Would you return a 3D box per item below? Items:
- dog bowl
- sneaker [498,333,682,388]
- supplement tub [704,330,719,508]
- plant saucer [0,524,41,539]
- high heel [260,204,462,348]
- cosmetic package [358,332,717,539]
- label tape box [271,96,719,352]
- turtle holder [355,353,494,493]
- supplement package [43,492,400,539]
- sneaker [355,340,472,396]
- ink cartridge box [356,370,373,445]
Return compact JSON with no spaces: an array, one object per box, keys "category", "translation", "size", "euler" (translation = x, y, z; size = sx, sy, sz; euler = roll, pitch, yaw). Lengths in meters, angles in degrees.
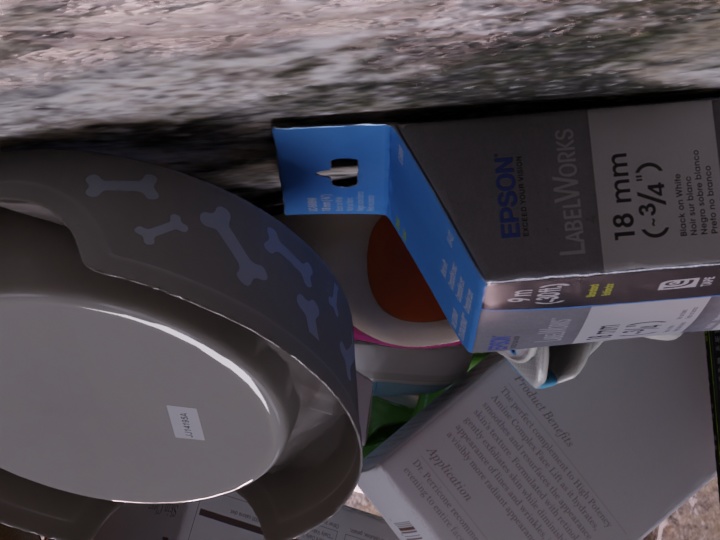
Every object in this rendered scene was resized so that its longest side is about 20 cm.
[{"category":"dog bowl","translation":[-0.093,0.030,0.935],"size":[0.199,0.059,0.200],"euler":[8,148,5]},{"category":"sneaker","translation":[0.055,0.007,1.080],"size":[0.075,0.087,0.200],"euler":[-2,176,-43]},{"category":"supplement tub","translation":[0.203,0.052,1.053],"size":[0.122,0.201,0.123],"euler":[-5,175,0]},{"category":"plant saucer","translation":[-0.178,0.152,1.227],"size":[0.035,0.201,0.200],"euler":[-18,-179,-23]},{"category":"high heel","translation":[0.000,0.000,1.075],"size":[0.199,0.068,0.096],"euler":[8,175,23]},{"category":"cosmetic package","translation":[0.104,0.062,1.134],"size":[0.200,0.102,0.074],"euler":[-38,-178,-12]},{"category":"label tape box","translation":[0.072,-0.013,0.931],"size":[0.199,0.064,0.144],"euler":[-5,169,-1]},{"category":"turtle holder","translation":[0.008,0.055,1.259],"size":[0.140,0.132,0.186],"euler":[14,170,13]},{"category":"supplement package","translation":[-0.058,0.161,1.246],"size":[0.155,0.111,0.200],"euler":[19,170,-21]},{"category":"sneaker","translation":[-0.043,0.048,1.175],"size":[0.199,0.082,0.074],"euler":[5,-155,20]},{"category":"ink cartridge box","translation":[-0.090,0.026,1.026],"size":[0.094,0.037,0.200],"euler":[-13,145,35]}]
